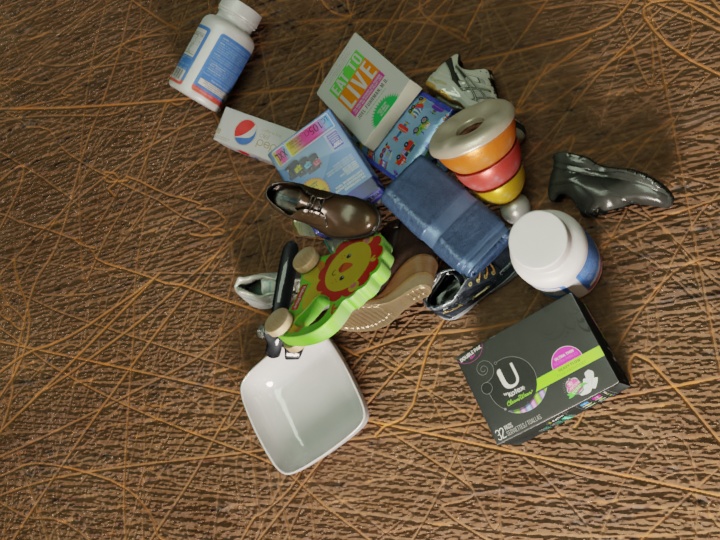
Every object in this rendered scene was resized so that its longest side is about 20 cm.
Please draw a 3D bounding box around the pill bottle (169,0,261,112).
[{"bbox_3d":[-0.270,-0.413,1.710,0.112,0.112,0.201,32,93,26],"label":"pill bottle"}]

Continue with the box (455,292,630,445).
[{"bbox_3d":[0.273,0.151,1.341,0.199,0.124,0.149,-32,69,17],"label":"box"}]

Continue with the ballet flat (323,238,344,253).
[{"bbox_3d":[0.000,0.000,1.526,0.064,0.067,0.201,-37,66,22],"label":"ballet flat"}]

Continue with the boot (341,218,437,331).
[{"bbox_3d":[0.039,0.001,1.464,0.199,0.072,0.167,-25,43,27],"label":"boot"}]

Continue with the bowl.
[{"bbox_3d":[-0.087,0.221,1.520,0.199,0.075,0.201,-36,68,14],"label":"bowl"}]

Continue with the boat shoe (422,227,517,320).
[{"bbox_3d":[0.188,0.002,1.428,0.200,0.091,0.071,-45,66,10],"label":"boat shoe"}]

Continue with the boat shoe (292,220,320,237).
[{"bbox_3d":[-0.062,-0.155,1.590,0.066,0.074,0.202,14,92,19],"label":"boat shoe"}]

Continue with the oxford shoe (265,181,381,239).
[{"bbox_3d":[-0.064,-0.095,1.424,0.198,0.084,0.073,13,88,19],"label":"oxford shoe"}]

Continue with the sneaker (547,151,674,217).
[{"bbox_3d":[0.381,-0.119,1.384,0.199,0.076,0.092,21,98,33],"label":"sneaker"}]

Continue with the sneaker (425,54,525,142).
[{"bbox_3d":[0.203,-0.289,1.490,0.200,0.076,0.088,39,88,20],"label":"sneaker"}]

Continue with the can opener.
[{"bbox_3d":[-0.129,0.050,1.515,0.063,0.078,0.202,149,127,-65],"label":"can opener"}]

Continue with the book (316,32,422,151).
[{"bbox_3d":[0.011,-0.310,1.565,0.134,0.048,0.200,-52,44,13],"label":"book"}]

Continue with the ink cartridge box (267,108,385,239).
[{"bbox_3d":[-0.045,-0.146,1.508,0.136,0.076,0.201,-35,77,9],"label":"ink cartridge box"}]

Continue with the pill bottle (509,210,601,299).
[{"bbox_3d":[0.284,-0.025,1.320,0.111,0.200,0.113,-5,77,23],"label":"pill bottle"}]

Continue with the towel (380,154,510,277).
[{"bbox_3d":[0.133,-0.083,1.410,0.112,0.049,0.200,-42,74,-17],"label":"towel"}]

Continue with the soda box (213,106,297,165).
[{"bbox_3d":[-0.171,-0.235,1.656,0.199,0.064,0.069,23,89,27],"label":"soda box"}]

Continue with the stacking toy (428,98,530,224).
[{"bbox_3d":[0.208,-0.153,1.414,0.145,0.201,0.146,-25,26,13],"label":"stacking toy"}]

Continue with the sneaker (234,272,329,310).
[{"bbox_3d":[-0.130,0.037,1.574,0.198,0.080,0.071,-3,76,23],"label":"sneaker"}]

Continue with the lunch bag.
[{"bbox_3d":[0.069,-0.239,1.541,0.200,0.094,0.151,41,100,35],"label":"lunch bag"}]

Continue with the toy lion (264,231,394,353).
[{"bbox_3d":[-0.038,0.026,1.418,0.191,0.069,0.201,-9,47,41],"label":"toy lion"}]
